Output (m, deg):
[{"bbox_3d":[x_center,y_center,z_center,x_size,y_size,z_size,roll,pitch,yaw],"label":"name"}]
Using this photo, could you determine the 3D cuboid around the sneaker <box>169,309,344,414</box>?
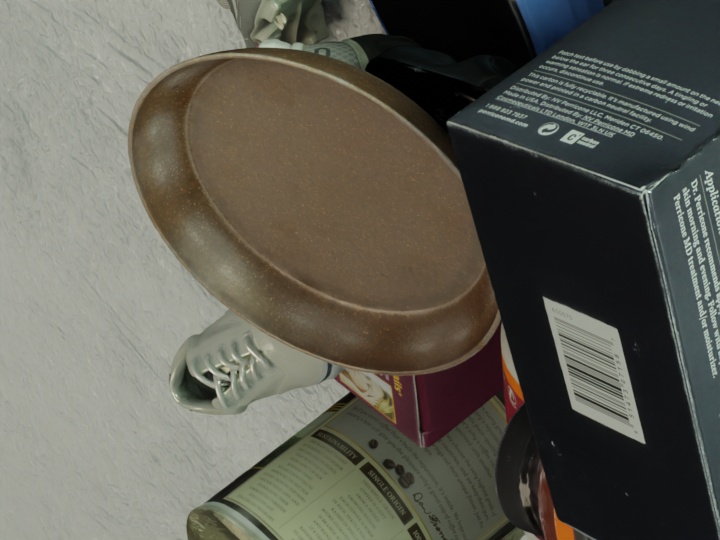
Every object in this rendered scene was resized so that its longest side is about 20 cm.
[{"bbox_3d":[-0.062,0.053,1.184,0.073,0.071,0.200,52,157,1],"label":"sneaker"}]

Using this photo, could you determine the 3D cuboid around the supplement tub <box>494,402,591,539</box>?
[{"bbox_3d":[0.154,0.105,0.906,0.199,0.107,0.108,9,130,48],"label":"supplement tub"}]

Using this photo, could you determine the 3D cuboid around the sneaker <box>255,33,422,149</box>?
[{"bbox_3d":[0.000,-0.083,1.046,0.200,0.087,0.074,6,-94,-83],"label":"sneaker"}]

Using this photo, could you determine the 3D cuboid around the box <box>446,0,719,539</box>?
[{"bbox_3d":[0.151,-0.009,0.774,0.104,0.182,0.201,24,141,47],"label":"box"}]

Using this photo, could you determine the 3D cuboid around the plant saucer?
[{"bbox_3d":[-0.016,-0.032,0.947,0.199,0.035,0.201,19,141,17],"label":"plant saucer"}]

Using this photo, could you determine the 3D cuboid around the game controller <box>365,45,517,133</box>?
[{"bbox_3d":[0.082,-0.039,0.952,0.104,0.042,0.200,11,156,44],"label":"game controller"}]

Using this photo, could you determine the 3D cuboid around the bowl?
[{"bbox_3d":[0.051,-0.141,0.984,0.201,0.039,0.201,52,164,22],"label":"bowl"}]

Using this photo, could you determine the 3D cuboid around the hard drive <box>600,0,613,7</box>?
[{"bbox_3d":[0.180,-0.098,0.866,0.199,0.033,0.140,14,133,55],"label":"hard drive"}]

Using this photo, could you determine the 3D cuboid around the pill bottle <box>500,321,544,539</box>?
[{"bbox_3d":[0.135,0.096,1.092,0.109,0.109,0.201,35,148,36],"label":"pill bottle"}]

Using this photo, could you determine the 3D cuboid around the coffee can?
[{"bbox_3d":[0.010,0.154,1.271,0.146,0.199,0.147,40,151,28],"label":"coffee can"}]

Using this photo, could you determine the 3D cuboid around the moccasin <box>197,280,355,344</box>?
[{"bbox_3d":[-0.001,0.000,1.054,0.200,0.078,0.074,10,179,22],"label":"moccasin"}]

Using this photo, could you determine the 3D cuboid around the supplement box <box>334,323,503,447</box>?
[{"bbox_3d":[0.001,-0.012,1.197,0.200,0.103,0.132,37,150,34],"label":"supplement box"}]

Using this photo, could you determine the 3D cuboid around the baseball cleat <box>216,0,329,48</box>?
[{"bbox_3d":[-0.060,-0.170,1.114,0.107,0.070,0.200,53,168,6],"label":"baseball cleat"}]
